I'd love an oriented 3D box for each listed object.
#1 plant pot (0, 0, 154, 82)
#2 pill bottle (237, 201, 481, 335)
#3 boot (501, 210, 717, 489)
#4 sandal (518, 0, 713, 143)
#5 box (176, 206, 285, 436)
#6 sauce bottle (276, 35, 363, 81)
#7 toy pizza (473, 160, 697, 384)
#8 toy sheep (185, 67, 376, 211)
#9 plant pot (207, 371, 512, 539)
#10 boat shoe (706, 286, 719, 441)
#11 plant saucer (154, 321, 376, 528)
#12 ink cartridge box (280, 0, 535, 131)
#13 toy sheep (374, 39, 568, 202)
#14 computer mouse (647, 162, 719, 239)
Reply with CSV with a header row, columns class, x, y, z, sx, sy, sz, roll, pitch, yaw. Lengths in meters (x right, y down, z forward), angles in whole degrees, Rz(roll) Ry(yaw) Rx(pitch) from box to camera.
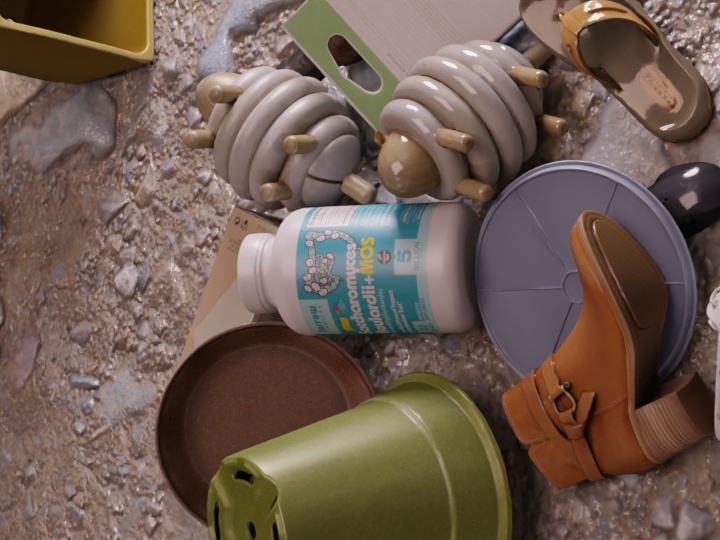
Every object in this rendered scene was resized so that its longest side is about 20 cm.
class,x,y,z,sx,sy,sz,roll,pitch,yaw
plant pot,-0.355,-0.301,1.884,0.200,0.195,0.194,-19,68,48
pill bottle,0.000,0.000,1.501,0.200,0.111,0.111,-2,78,19
boot,0.173,0.067,1.371,0.155,0.077,0.200,-28,92,40
sandal,0.201,-0.179,1.425,0.200,0.054,0.080,49,115,28
box,-0.095,0.052,1.629,0.078,0.095,0.200,26,97,43
sauce bottle,0.000,-0.234,1.623,0.200,0.066,0.066,-39,57,27
toy pizza,0.179,0.010,1.410,0.200,0.032,0.200,9,106,34
toy sheep,-0.069,-0.114,1.593,0.200,0.138,0.138,39,108,20
plant pot,-0.013,0.192,1.420,0.200,0.190,0.200,13,107,53
boat shoe,0.285,0.032,1.302,0.067,0.074,0.200,-2,80,40
plant saucer,-0.081,0.141,1.567,0.037,0.200,0.200,-118,47,-82
ink cartridge box,0.049,-0.231,1.543,0.146,0.048,0.200,48,118,-1
toy sheep,0.092,-0.127,1.472,0.200,0.138,0.138,-37,45,-22
computer mouse,0.207,-0.033,1.415,0.200,0.034,0.059,-30,63,34
